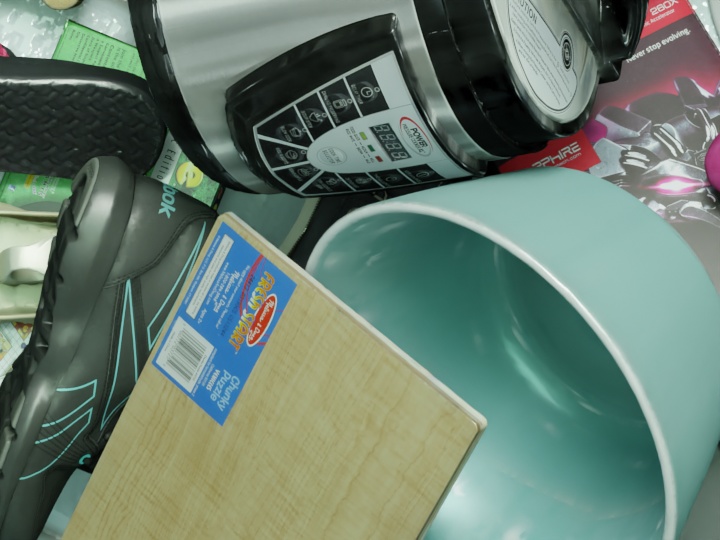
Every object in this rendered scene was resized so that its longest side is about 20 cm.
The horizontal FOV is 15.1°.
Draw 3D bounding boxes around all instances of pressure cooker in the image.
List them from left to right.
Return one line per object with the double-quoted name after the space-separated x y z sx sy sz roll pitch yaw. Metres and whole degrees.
0.019 -0.129 1.142 0.199 0.176 0.180 -8 102 22 "pressure cooker"

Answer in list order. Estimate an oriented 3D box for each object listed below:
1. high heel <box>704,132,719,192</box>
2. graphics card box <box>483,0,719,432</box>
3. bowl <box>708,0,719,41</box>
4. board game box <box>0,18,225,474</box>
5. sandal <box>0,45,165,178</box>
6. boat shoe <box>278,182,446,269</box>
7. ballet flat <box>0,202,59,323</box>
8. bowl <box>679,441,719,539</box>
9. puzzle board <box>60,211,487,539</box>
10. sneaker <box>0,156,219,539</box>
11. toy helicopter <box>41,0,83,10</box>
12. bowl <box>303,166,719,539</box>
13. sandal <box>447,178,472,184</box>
0.254 -0.066 1.200 0.198 0.096 0.068 -8 91 -2 "high heel"
0.141 -0.023 1.271 0.125 0.051 0.201 -26 70 -6 "graphics card box"
0.265 -0.154 1.285 0.200 0.090 0.203 0 85 2 "bowl"
-0.133 -0.011 1.323 0.104 0.023 0.201 22 87 7 "board game box"
-0.191 -0.083 1.291 0.199 0.045 0.075 9 125 -8 "sandal"
0.000 0.000 1.237 0.063 0.073 0.200 30 76 32 "boat shoe"
-0.174 -0.005 1.281 0.198 0.069 0.070 0 85 3 "ballet flat"
0.100 0.124 1.291 0.199 0.039 0.202 0 84 3 "bowl"
-0.042 0.095 1.186 0.151 0.017 0.201 39 120 20 "puzzle board"
-0.119 0.049 1.232 0.079 0.076 0.201 16 114 -16 "sneaker"
-0.193 -0.165 1.318 0.132 0.079 0.200 42 100 -1 "toy helicopter"
0.081 0.036 1.155 0.201 0.201 0.105 48 55 6 "bowl"
-0.024 -0.104 1.305 0.200 0.045 0.075 39 64 2 "sandal"
